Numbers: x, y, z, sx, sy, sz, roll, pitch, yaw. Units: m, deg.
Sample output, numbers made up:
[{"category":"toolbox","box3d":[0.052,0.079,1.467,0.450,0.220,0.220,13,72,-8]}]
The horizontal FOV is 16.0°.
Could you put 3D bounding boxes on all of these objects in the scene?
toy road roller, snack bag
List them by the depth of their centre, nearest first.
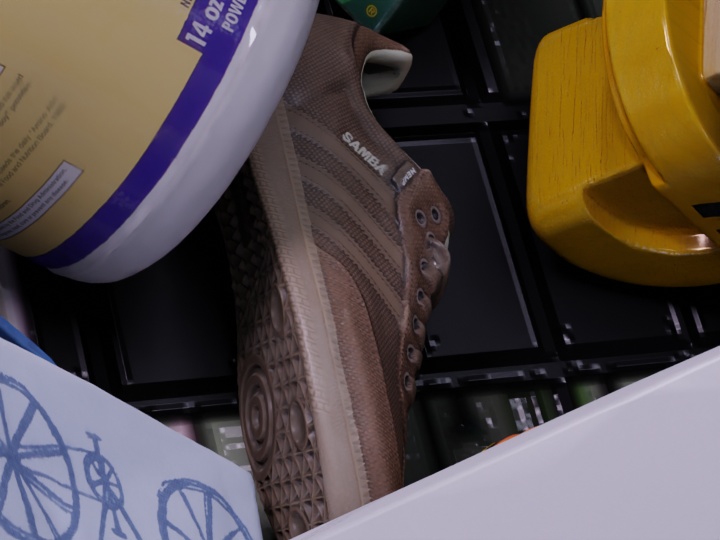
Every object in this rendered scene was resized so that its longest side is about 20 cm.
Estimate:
[{"category":"snack bag","box3d":[-0.066,0.111,0.645,0.189,0.021,0.200,35,35,-52]},{"category":"toy road roller","box3d":[0.145,-0.041,0.850,0.200,0.146,0.123,39,45,-39]}]

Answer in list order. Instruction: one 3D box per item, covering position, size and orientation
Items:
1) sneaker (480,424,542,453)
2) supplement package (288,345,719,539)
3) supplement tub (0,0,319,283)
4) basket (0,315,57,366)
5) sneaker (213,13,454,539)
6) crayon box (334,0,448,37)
[{"category":"sneaker","box3d":[0.071,0.137,0.716,0.070,0.090,0.200,-13,64,-24]},{"category":"supplement package","box3d":[0.054,0.098,0.631,0.117,0.200,0.117,66,22,6]},{"category":"supplement tub","box3d":[-0.126,-0.098,0.737,0.200,0.145,0.145,28,53,-23]},{"category":"basket","box3d":[-0.180,0.036,0.684,0.200,0.139,0.176,46,50,-21]},{"category":"sneaker","box3d":[0.000,0.000,0.791,0.075,0.070,0.200,-2,61,-19]},{"category":"crayon box","box3d":[0.030,-0.191,0.839,0.127,0.200,0.051,46,25,11]}]
